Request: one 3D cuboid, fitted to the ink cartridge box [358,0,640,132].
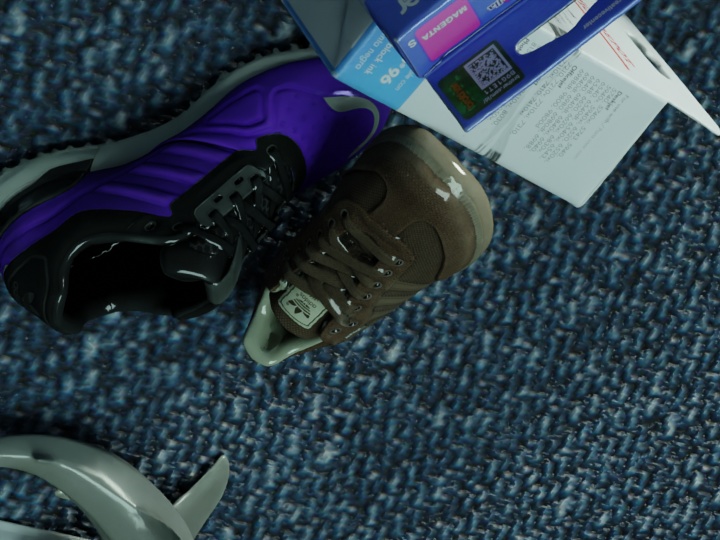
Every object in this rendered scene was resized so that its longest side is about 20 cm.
[{"bbox_3d":[0.033,-0.163,1.217,0.119,0.200,0.042,-36,150,2],"label":"ink cartridge box"}]

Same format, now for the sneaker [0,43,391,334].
[{"bbox_3d":[-0.067,-0.025,1.342,0.199,0.100,0.070,-25,135,-7],"label":"sneaker"}]

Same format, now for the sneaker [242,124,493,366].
[{"bbox_3d":[0.000,0.000,1.350,0.076,0.070,0.200,-47,179,-22],"label":"sneaker"}]

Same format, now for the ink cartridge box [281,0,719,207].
[{"bbox_3d":[0.057,-0.102,1.335,0.200,0.116,0.068,25,112,-38],"label":"ink cartridge box"}]

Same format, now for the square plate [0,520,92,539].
[{"bbox_3d":[-0.234,0.202,1.487,0.199,0.028,0.198,17,117,-37],"label":"square plate"}]

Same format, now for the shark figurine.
[{"bbox_3d":[-0.121,0.123,1.436,0.128,0.089,0.214,-52,126,-7],"label":"shark figurine"}]
